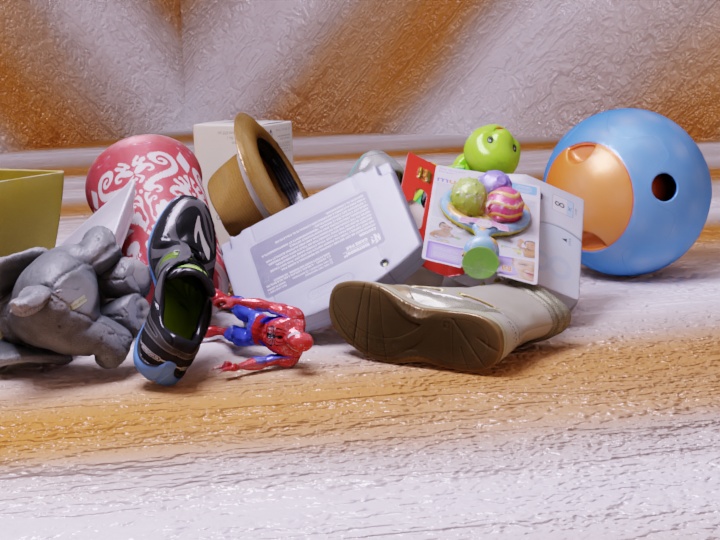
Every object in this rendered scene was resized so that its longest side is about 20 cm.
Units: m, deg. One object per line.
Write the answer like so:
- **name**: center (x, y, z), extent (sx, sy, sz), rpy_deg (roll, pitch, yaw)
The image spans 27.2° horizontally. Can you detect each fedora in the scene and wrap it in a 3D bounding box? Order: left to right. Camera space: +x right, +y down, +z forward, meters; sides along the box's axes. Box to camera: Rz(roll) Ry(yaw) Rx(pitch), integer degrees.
- **fedora**: center (-0.115, -0.080, 1.670), extent (0.082, 0.201, 0.201), rpy_deg (-29, 6, 10)

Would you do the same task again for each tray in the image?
- **tray**: center (-0.294, -0.009, 1.558), extent (0.022, 0.108, 0.200), rpy_deg (33, -44, -24)

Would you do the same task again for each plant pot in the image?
- **plant pot**: center (-0.430, -0.006, 1.506), extent (0.200, 0.177, 0.200), rpy_deg (3, 11, 31)

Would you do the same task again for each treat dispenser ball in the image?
- **treat dispenser ball**: center (0.317, -0.093, 1.782), extent (0.200, 0.201, 0.201), rpy_deg (-2, 10, 0)

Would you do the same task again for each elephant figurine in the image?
- **elephant figurine**: center (-0.304, 0.044, 1.424), extent (0.200, 0.155, 0.142), rpy_deg (-13, 41, 39)

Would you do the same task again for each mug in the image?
- **mug**: center (-0.221, -0.020, 1.616), extent (0.133, 0.178, 0.200), rpy_deg (5, 35, -26)

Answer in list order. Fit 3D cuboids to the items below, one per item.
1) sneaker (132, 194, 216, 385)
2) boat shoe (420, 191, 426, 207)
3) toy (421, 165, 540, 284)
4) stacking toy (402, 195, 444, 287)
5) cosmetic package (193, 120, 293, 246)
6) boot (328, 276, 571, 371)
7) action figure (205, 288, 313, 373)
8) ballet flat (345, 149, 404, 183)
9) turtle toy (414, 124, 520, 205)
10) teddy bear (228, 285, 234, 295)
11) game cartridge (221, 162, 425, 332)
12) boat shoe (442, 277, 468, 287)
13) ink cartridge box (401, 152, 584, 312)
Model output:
- **sneaker**: center (-0.159, 0.011, 1.373), extent (0.071, 0.200, 0.083), rpy_deg (25, -43, -24)
- **boat shoe**: center (0.153, -0.035, 1.680), extent (0.200, 0.075, 0.093), rpy_deg (39, -5, -1)
- **toy**: center (0.129, -0.063, 1.507), extent (0.115, 0.047, 0.200), rpy_deg (13, 35, 0)
- **stacking toy**: center (0.000, 0.000, 1.645), extent (0.146, 0.146, 0.200), rpy_deg (-5, -9, -16)
- **cosmetic package**: center (-0.138, -0.081, 1.809), extent (0.103, 0.200, 0.073), rpy_deg (3, 11, 33)
- **boot**: center (0.085, 0.042, 1.437), extent (0.200, 0.072, 0.155), rpy_deg (11, 16, 35)
- **action figure**: center (-0.124, 0.054, 1.421), extent (0.099, 0.065, 0.200), rpy_deg (1, 6, -37)
- **ballet flat**: center (-0.019, -0.053, 1.771), extent (0.064, 0.200, 0.067), rpy_deg (34, -4, 31)
- **turtle toy**: center (0.128, -0.079, 1.775), extent (0.146, 0.200, 0.101), rpy_deg (15, 7, -22)
- **teddy bear**: center (-0.143, 0.015, 1.691), extent (0.200, 0.067, 0.145), rpy_deg (4, 24, 12)
- **game cartridge**: center (-0.037, -0.013, 1.509), extent (0.200, 0.133, 0.041), rpy_deg (-26, -35, 9)
- **boat shoe**: center (0.053, -0.004, 1.715), extent (0.072, 0.065, 0.200), rpy_deg (-10, 13, -39)
- **ink cartridge box**: center (0.138, -0.048, 1.568), extent (0.200, 0.047, 0.160), rpy_deg (24, 44, -11)
